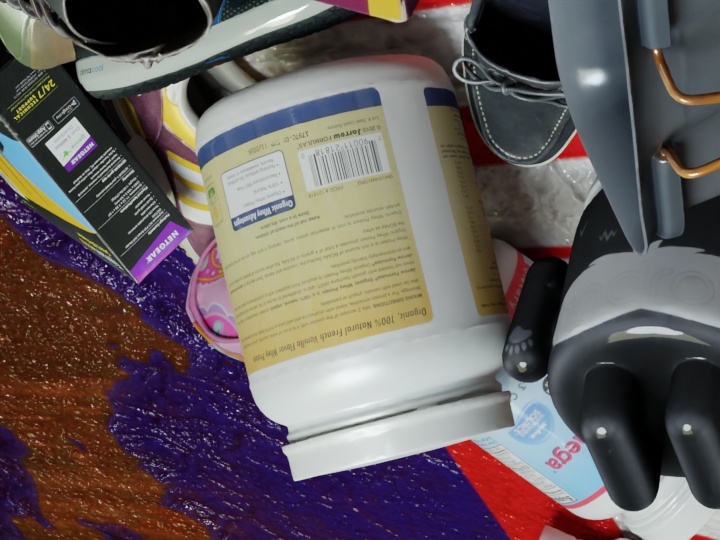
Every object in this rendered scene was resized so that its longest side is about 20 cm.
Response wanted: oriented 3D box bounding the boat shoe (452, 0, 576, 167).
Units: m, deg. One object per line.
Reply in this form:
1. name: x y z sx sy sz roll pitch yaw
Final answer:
1. boat shoe: 0.083 -0.113 0.904 0.074 0.063 0.201 21 148 9

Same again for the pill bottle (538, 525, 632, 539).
1. pill bottle: 0.204 0.255 1.266 0.199 0.113 0.113 24 147 9

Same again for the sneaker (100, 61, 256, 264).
1. sneaker: -0.075 -0.059 1.083 0.090 0.075 0.200 4 141 41

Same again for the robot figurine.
1. robot figurine: 0.160 0.022 0.898 0.149 0.201 0.125 21 139 -4

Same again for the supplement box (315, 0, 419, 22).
1. supplement box: -0.054 -0.213 0.829 0.199 0.104 0.131 17 147 19

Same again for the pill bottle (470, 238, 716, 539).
1. pill bottle: 0.125 0.078 1.087 0.199 0.109 0.109 35 147 -11

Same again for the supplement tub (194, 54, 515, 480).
1. supplement tub: 0.000 0.000 0.962 0.144 0.144 0.202 -20 81 50

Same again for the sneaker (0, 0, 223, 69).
1. sneaker: -0.141 -0.138 0.766 0.198 0.107 0.075 -1 127 16

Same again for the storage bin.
1. storage bin: 0.157 -0.116 0.754 0.133 0.146 0.201 -18 138 0

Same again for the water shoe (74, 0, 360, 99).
1. water shoe: -0.075 -0.151 0.956 0.199 0.071 0.080 -16 92 25

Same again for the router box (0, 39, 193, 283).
1. router box: -0.194 -0.083 1.082 0.149 0.051 0.200 53 167 -29

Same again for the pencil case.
1. pencil case: -0.018 0.040 1.117 0.087 0.088 0.200 0 158 37

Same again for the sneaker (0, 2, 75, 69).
1. sneaker: -0.205 -0.182 0.855 0.067 0.089 0.201 -129 22 -65
